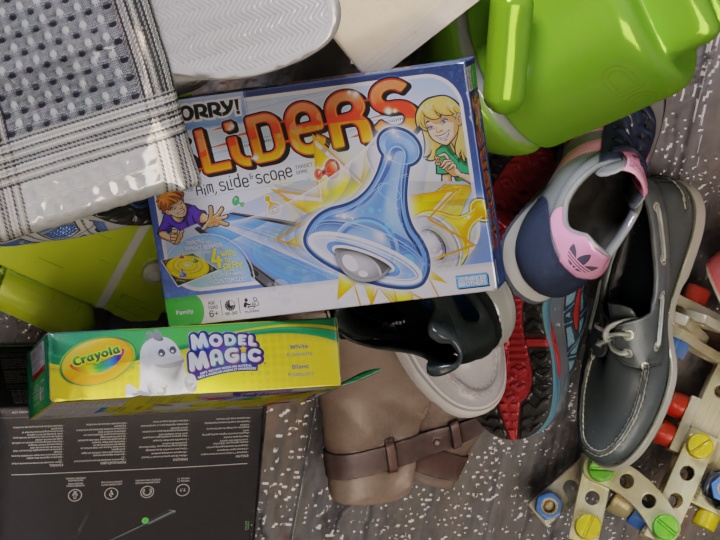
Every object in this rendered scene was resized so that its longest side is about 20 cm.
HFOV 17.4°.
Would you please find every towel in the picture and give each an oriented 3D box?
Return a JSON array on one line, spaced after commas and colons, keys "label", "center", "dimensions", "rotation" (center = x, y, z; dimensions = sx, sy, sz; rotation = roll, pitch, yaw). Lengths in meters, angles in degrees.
[{"label": "towel", "center": [-0.209, -0.112, 1.316], "dimensions": [0.200, 0.035, 0.193], "rotation": [-14, 99, 8]}]

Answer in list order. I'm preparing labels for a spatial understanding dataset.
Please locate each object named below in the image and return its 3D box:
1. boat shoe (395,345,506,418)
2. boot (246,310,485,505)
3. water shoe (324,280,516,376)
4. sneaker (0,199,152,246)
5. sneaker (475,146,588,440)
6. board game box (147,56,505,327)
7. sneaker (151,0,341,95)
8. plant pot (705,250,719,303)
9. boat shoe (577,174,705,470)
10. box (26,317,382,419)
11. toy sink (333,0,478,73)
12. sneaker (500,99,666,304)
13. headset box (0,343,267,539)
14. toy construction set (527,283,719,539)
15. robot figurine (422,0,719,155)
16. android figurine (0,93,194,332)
[{"label": "boat shoe", "center": [0.053, -0.006, 1.496], "dimensions": [0.072, 0.069, 0.200], "rotation": [-9, 83, -21]}, {"label": "boot", "center": [-0.002, 0.083, 1.564], "dimensions": [0.200, 0.070, 0.146], "rotation": [4, 106, -23]}, {"label": "water shoe", "center": [0.000, 0.000, 1.443], "dimensions": [0.079, 0.200, 0.072], "rotation": [-32, 134, -41]}, {"label": "sneaker", "center": [-0.177, -0.056, 1.424], "dimensions": [0.200, 0.077, 0.076], "rotation": [-7, 90, -26]}, {"label": "sneaker", "center": [0.111, 0.010, 1.572], "dimensions": [0.079, 0.096, 0.200], "rotation": [8, 94, 21]}, {"label": "board game box", "center": [-0.024, -0.045, 1.377], "dimensions": [0.200, 0.034, 0.135], "rotation": [-7, 98, 13]}, {"label": "sneaker", "center": [-0.091, -0.142, 1.373], "dimensions": [0.200, 0.116, 0.074], "rotation": [-7, 94, 21]}, {"label": "plant pot", "center": [0.340, 0.015, 1.569], "dimensions": [0.177, 0.200, 0.200], "rotation": [-29, 118, 11]}, {"label": "boat shoe", "center": [0.173, 0.032, 1.565], "dimensions": [0.062, 0.073, 0.200], "rotation": [15, 89, -48]}, {"label": "box", "center": [-0.095, 0.059, 1.424], "dimensions": [0.200, 0.117, 0.048], "rotation": [-1, 82, -15]}, {"label": "toy sink", "center": [-0.027, -0.230, 1.389], "dimensions": [0.112, 0.130, 0.200], "rotation": [-37, 118, 4]}, {"label": "sneaker", "center": [0.162, -0.065, 1.488], "dimensions": [0.070, 0.082, 0.200], "rotation": [39, 58, -21]}, {"label": "headset box", "center": [-0.159, 0.154, 1.548], "dimensions": [0.174, 0.093, 0.200], "rotation": [-2, 114, -14]}, {"label": "toy construction set", "center": [0.213, 0.108, 1.633], "dimensions": [0.131, 0.092, 0.200], "rotation": [24, 99, 3]}, {"label": "robot figurine", "center": [0.126, -0.142, 1.450], "dimensions": [0.200, 0.175, 0.116], "rotation": [-23, 98, 28]}, {"label": "android figurine", "center": [-0.162, -0.041, 1.490], "dimensions": [0.200, 0.041, 0.182], "rotation": [27, 104, -22]}]
